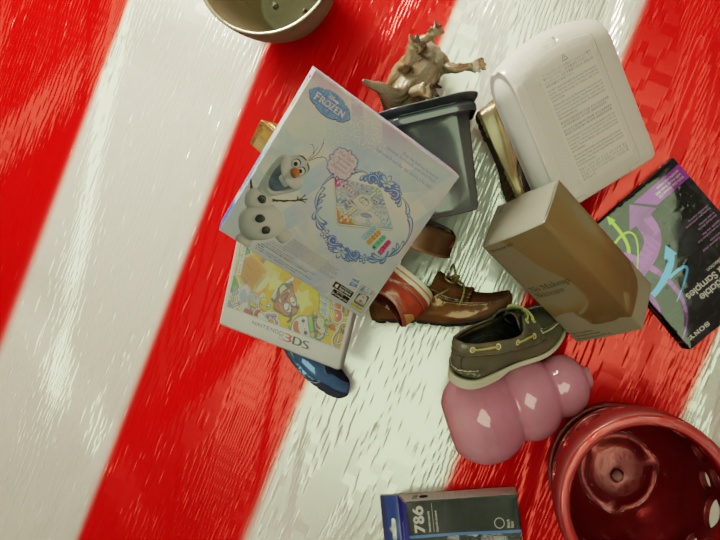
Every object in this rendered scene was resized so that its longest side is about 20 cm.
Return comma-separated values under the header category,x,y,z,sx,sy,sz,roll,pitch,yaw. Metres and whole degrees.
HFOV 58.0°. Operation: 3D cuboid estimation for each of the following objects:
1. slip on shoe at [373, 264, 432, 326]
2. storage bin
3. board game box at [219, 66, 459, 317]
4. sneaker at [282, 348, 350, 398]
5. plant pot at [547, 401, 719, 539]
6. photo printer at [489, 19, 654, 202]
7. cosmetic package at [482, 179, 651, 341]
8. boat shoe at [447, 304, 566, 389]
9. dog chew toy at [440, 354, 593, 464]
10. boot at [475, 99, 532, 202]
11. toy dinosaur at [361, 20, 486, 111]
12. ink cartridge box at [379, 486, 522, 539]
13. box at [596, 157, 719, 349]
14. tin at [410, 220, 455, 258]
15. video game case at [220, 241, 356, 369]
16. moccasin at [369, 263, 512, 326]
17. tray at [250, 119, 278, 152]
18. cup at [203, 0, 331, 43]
category,x,y,z,sx,sy,sz,roll,pitch,yaw
slip on shoe,0.000,0.000,0.842,0.198,0.074,0.062,36,75,7
storage bin,0.090,-0.139,0.837,0.141,0.200,0.139,-10,96,9
board game box,-0.024,-0.081,0.727,0.197,0.044,0.201,31,106,-18
sneaker,-0.071,0.088,0.917,0.082,0.074,0.202,-38,84,5
plant pot,0.327,0.259,0.783,0.194,0.182,0.207,0,89,11
photo printer,0.258,-0.195,0.803,0.164,0.069,0.204,-29,100,-11
cosmetic package,0.255,-0.005,0.796,0.199,0.104,0.072,40,57,-19
boat shoe,0.192,0.082,0.824,0.198,0.072,0.062,-22,121,-29
dog chew toy,0.206,0.170,0.843,0.195,0.125,0.128,-20,85,2
boot,0.260,-0.161,0.863,0.163,0.072,0.205,-24,93,2
toy dinosaur,0.068,-0.246,0.843,0.199,0.135,0.087,-40,100,-31
ink cartridge box,0.123,0.359,0.892,0.194,0.039,0.103,-8,88,11
box,0.416,-0.021,0.848,0.142,0.036,0.201,-40,84,7
tin,0.035,-0.069,0.877,0.195,0.112,0.043,22,104,9
video game case,-0.081,0.000,0.827,0.177,0.023,0.206,18,101,15
moccasin,0.108,0.032,0.889,0.195,0.073,0.080,2,97,20
tray,-0.041,-0.142,0.841,0.098,0.198,0.038,41,111,23
cup,-0.111,-0.401,0.899,0.194,0.143,0.207,0,88,10
